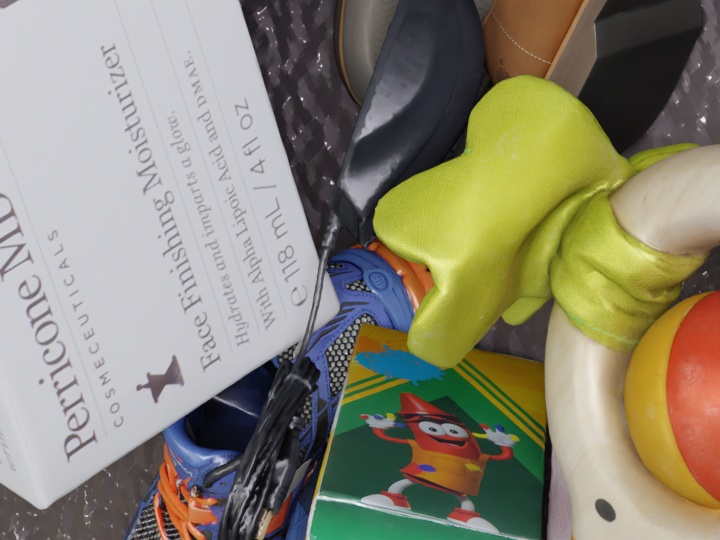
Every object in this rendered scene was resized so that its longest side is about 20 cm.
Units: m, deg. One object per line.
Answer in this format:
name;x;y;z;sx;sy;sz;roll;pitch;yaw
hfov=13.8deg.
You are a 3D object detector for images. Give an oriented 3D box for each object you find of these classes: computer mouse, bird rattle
computer mouse;0.000;0.000;0.946;0.059;0.034;0.201;101;-171;-87
bird rattle;0.114;0.011;0.848;0.199;0.112;0.164;-7;86;32

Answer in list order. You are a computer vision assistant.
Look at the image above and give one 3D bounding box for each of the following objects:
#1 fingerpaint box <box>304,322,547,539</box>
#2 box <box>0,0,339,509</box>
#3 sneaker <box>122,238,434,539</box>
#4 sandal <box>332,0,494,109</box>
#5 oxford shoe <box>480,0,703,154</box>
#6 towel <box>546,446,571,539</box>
fingerpaint box;0.009;0.140;0.963;0.073;0.167;0.201;12;106;1
box;-0.134;-0.061;0.983;0.200;0.130;0.200;26;141;48
sneaker;-0.047;0.063;1.080;0.075;0.078;0.200;54;129;31
sandal;0.033;-0.136;0.966;0.055;0.081;0.201;-134;49;-59
oxford shoe;0.086;-0.126;0.918;0.071;0.071;0.200;49;128;27
towel;0.125;0.131;0.908;0.200;0.032;0.192;26;120;46
